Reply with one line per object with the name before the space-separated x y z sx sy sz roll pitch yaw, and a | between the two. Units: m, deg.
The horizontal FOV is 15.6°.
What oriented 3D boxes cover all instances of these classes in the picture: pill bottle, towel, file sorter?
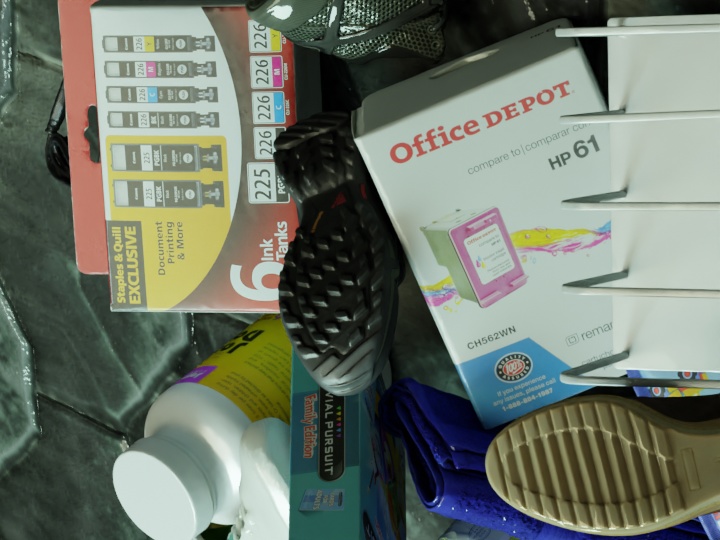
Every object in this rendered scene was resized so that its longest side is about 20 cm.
pill bottle | -0.075 0.102 1.777 0.104 0.200 0.104 23 132 29
towel | 0.118 0.123 1.606 0.200 0.148 0.050 18 108 -20
file sorter | 0.182 -0.039 1.421 0.138 0.124 0.201 1 94 26

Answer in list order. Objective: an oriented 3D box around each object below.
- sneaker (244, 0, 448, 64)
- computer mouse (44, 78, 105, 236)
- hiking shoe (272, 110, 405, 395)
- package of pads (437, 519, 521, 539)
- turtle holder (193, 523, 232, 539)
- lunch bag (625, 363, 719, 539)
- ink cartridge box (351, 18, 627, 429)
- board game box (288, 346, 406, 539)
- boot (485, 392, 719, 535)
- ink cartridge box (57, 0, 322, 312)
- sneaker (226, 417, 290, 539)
sneaker | 0.034 -0.197 1.563 0.114 0.076 0.199 29 120 -32
computer mouse | -0.156 -0.130 1.792 0.140 0.046 0.200 44 122 52
hiking shoe | 0.000 0.000 1.579 0.076 0.200 0.101 -19 140 18
package of pads | 0.083 0.206 1.740 0.068 0.154 0.200 41 139 11
turtle holder | -0.077 0.227 1.938 0.141 0.186 0.132 -7 118 10
lunch bag | 0.250 0.080 1.506 0.150 0.094 0.200 -28 93 17
ink cartridge box | 0.097 -0.029 1.561 0.144 0.085 0.200 -23 104 7
board game box | -0.006 0.146 1.636 0.047 0.200 0.151 -8 136 8
boot | 0.178 0.099 1.406 0.199 0.166 0.073 -5 87 15
ink cartridge box | -0.115 -0.078 1.685 0.175 0.084 0.201 0 105 11
sneaker | -0.062 0.176 1.705 0.088 0.075 0.200 -11 135 8
